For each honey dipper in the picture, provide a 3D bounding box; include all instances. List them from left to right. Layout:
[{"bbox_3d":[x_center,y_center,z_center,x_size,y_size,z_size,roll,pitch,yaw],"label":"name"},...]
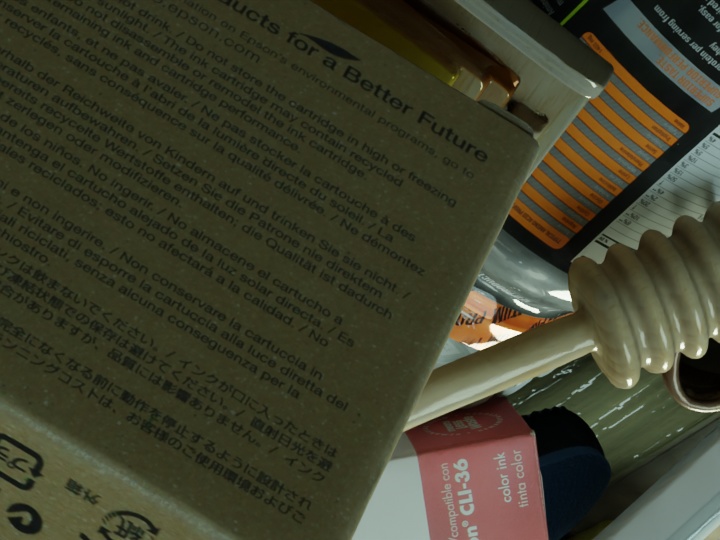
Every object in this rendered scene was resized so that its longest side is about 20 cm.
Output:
[{"bbox_3d":[0.012,0.034,0.741,0.199,0.038,0.038,-21,150,-8],"label":"honey dipper"}]

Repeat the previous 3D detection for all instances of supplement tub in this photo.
[{"bbox_3d":[0.083,-0.072,0.788,0.122,0.123,0.200,12,135,-45],"label":"supplement tub"}]

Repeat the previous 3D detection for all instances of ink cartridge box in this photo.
[{"bbox_3d":[-0.079,-0.012,0.643,0.199,0.165,0.075,31,133,-1],"label":"ink cartridge box"},{"bbox_3d":[-0.045,0.087,0.931,0.199,0.068,0.116,-10,-169,-6],"label":"ink cartridge box"}]

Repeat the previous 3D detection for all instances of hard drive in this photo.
[{"bbox_3d":[0.115,0.081,0.985,0.200,0.027,0.132,-42,172,1],"label":"hard drive"}]

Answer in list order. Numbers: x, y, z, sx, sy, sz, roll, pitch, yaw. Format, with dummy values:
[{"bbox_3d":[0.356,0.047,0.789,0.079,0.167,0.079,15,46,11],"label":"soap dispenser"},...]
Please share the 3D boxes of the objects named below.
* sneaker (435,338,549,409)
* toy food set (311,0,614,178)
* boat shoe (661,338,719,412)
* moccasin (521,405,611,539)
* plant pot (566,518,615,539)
[{"bbox_3d":[0.000,0.000,0.901,0.199,0.075,0.081,-11,136,-24],"label":"sneaker"},{"bbox_3d":[-0.039,-0.029,0.748,0.200,0.143,0.060,-53,-179,41],"label":"toy food set"},{"bbox_3d":[0.157,-0.029,0.833,0.076,0.072,0.200,32,119,-13],"label":"boat shoe"},{"bbox_3d":[-0.007,0.095,1.045,0.199,0.068,0.081,-25,142,1],"label":"moccasin"},{"bbox_3d":[0.111,0.190,1.182,0.199,0.200,0.142,15,108,-46],"label":"plant pot"}]
